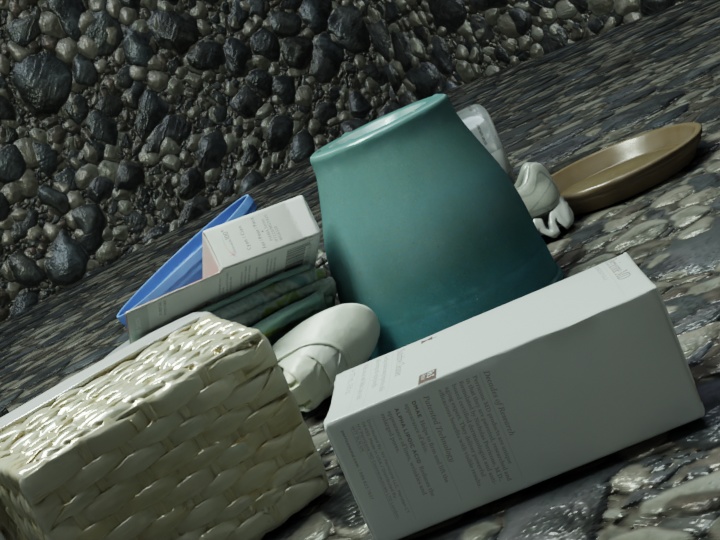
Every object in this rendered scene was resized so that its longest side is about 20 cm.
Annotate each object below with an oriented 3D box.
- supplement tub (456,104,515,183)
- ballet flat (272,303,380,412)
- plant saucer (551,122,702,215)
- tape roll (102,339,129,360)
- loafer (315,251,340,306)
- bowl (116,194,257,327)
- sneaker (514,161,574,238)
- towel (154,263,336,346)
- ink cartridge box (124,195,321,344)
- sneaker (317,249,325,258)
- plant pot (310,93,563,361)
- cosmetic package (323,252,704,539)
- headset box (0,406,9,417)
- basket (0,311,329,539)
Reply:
[{"bbox_3d":[0.091,-0.122,1.535,0.198,0.124,0.123,-25,10,4],"label":"supplement tub"},{"bbox_3d":[-0.067,0.100,0.975,0.198,0.070,0.069,-31,9,12],"label":"ballet flat"},{"bbox_3d":[0.276,-0.106,1.277,0.198,0.030,0.200,-25,10,5],"label":"plant saucer"},{"bbox_3d":[-0.181,0.087,1.291,0.198,0.067,0.200,-25,10,5],"label":"tape roll"},{"bbox_3d":[0.000,0.000,1.207,0.201,0.073,0.071,-53,-15,-15],"label":"loafer"},{"bbox_3d":[-0.186,-0.003,1.321,0.200,0.039,0.201,-41,11,9],"label":"bowl"},{"bbox_3d":[0.113,-0.041,1.195,0.198,0.082,0.075,-27,12,-3],"label":"sneaker"},{"bbox_3d":[-0.115,0.078,1.046,0.198,0.049,0.172,-24,-21,-15],"label":"towel"},{"bbox_3d":[-0.127,0.027,1.040,0.174,0.045,0.201,-22,-21,-17],"label":"ink cartridge box"},{"bbox_3d":[0.043,-0.023,1.276,0.198,0.080,0.074,-24,8,1],"label":"sneaker"},{"bbox_3d":[0.052,-0.043,1.038,0.197,0.190,0.200,-23,10,4],"label":"plant pot"},{"bbox_3d":[0.085,0.071,0.685,0.198,0.082,0.113,-25,8,6],"label":"cosmetic package"},{"bbox_3d":[-0.401,0.221,1.058,0.197,0.094,0.174,-22,11,16],"label":"headset box"},{"bbox_3d":[-0.136,0.128,0.775,0.199,0.137,0.123,-31,14,-28],"label":"basket"}]
